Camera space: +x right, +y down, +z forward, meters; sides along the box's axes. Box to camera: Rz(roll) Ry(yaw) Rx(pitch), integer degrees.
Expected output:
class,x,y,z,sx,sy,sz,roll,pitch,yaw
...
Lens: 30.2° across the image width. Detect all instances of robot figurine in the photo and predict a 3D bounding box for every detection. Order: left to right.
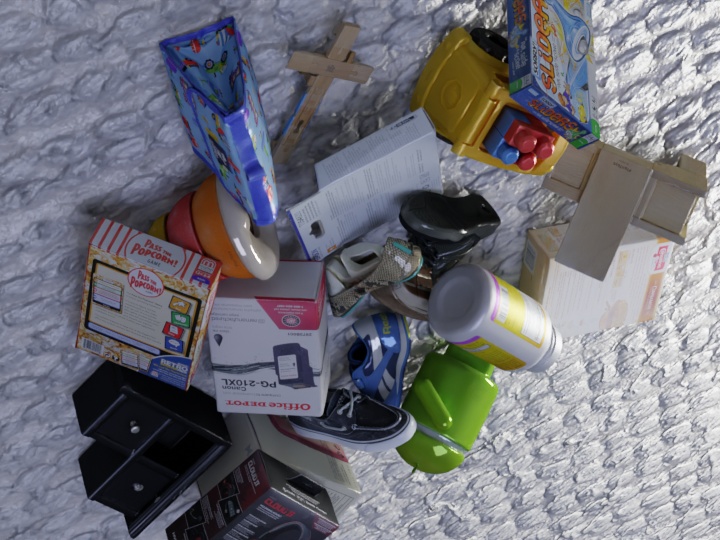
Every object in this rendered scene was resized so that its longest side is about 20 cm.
class,x,y,z,sx,sy,sz,roll,pitch,yaw
robot figurine,0.119,0.196,1.875,0.201,0.115,0.176,-62,172,-7

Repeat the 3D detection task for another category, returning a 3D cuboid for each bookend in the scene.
class,x,y,z,sx,sy,sz,roll,pitch,yaw
bookend,-0.310,0.224,1.743,0.199,0.092,0.200,-43,131,12

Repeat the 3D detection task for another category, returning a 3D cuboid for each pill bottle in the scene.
class,x,y,z,sx,sy,sz,roll,pitch,yaw
pill bottle,0.184,0.072,1.766,0.104,0.105,0.199,-46,135,15

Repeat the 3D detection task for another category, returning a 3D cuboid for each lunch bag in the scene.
class,x,y,z,sx,sy,sz,roll,pitch,yaw
lunch bag,-0.135,-0.154,1.447,0.093,0.201,0.152,-21,132,-9

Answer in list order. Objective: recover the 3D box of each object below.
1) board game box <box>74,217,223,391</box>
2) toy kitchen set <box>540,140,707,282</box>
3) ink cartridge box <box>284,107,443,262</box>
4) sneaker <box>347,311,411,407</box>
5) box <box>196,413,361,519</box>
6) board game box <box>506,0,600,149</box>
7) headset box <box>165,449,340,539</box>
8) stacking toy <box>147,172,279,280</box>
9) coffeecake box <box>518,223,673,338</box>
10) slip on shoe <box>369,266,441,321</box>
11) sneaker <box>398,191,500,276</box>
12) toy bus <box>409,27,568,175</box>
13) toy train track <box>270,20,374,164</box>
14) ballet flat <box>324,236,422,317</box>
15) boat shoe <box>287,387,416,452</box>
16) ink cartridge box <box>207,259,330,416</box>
class,x,y,z,sx,sy,sz,roll,pitch,yaw
board game box,-0.253,0.044,1.577,0.150,0.047,0.201,21,137,0
toy kitchen set,0.345,-0.090,1.805,0.198,0.180,0.165,24,111,7
ink cartridge box,0.003,-0.098,1.612,0.199,0.041,0.200,-29,161,-4
sneaker,0.017,0.140,1.848,0.081,0.074,0.202,-3,123,-16
box,-0.119,0.290,1.874,0.199,0.109,0.128,30,112,-39
board game box,0.222,-0.257,1.542,0.034,0.202,0.135,-23,143,37
headset box,-0.137,0.337,1.778,0.200,0.075,0.148,-41,132,13
stacking toy,-0.207,-0.034,1.584,0.198,0.147,0.147,-19,135,14
coffeecake box,0.330,0.008,1.884,0.198,0.073,0.155,-10,130,-18
slip on shoe,0.092,0.041,1.799,0.060,0.077,0.199,-27,152,32
sneaker,0.094,-0.042,1.701,0.114,0.076,0.199,-47,161,23
toy bus,0.187,-0.178,1.589,0.198,0.192,0.136,13,119,-34
toy train track,-0.059,-0.211,1.557,0.114,0.033,0.201,5,130,-37
ballet flat,0.000,0.000,1.698,0.075,0.068,0.200,33,147,-19
boat shoe,-0.019,0.193,1.814,0.072,0.198,0.068,-57,138,-34
ink cartridge box,-0.116,0.087,1.699,0.143,0.085,0.201,2,130,5
